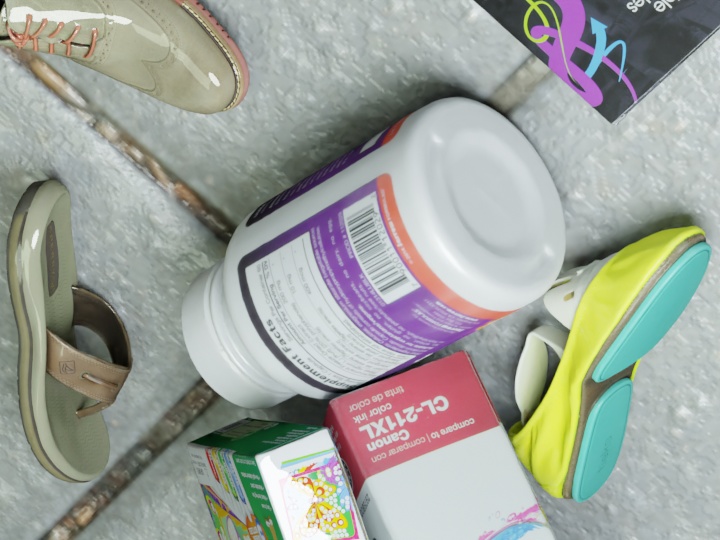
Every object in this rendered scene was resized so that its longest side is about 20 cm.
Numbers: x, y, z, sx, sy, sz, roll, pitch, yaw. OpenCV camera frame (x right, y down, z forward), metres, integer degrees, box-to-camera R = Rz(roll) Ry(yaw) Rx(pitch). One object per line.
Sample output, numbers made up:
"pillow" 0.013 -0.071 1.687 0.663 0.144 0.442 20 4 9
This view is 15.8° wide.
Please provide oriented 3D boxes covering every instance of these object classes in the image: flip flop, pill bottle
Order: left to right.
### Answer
"flip flop" -0.161 0.039 1.483 0.057 0.081 0.201 3 122 8
"pill bottle" 0.000 0.000 1.333 0.200 0.112 0.112 -29 108 41

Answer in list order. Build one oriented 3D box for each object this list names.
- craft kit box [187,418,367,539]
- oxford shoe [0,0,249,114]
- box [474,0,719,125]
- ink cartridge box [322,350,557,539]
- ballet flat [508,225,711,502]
"craft kit box" -0.025 0.180 1.373 0.198 0.048 0.200 68 167 -3
"oxford shoe" -0.154 -0.128 1.341 0.199 0.075 0.071 28 133 6
"box" 0.091 -0.177 1.200 0.200 0.036 0.143 42 134 -5
"ink cartridge box" 0.051 0.166 1.358 0.146 0.082 0.201 106 142 -64
"ballet flat" 0.119 0.039 1.338 0.067 0.067 0.201 41 139 23
